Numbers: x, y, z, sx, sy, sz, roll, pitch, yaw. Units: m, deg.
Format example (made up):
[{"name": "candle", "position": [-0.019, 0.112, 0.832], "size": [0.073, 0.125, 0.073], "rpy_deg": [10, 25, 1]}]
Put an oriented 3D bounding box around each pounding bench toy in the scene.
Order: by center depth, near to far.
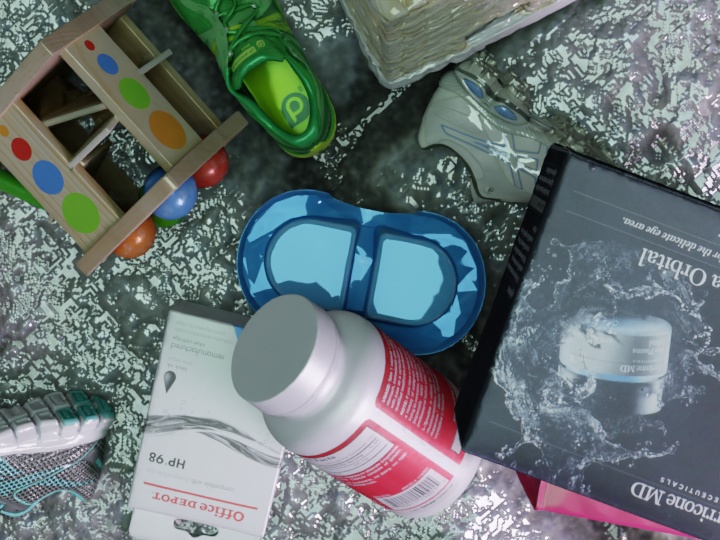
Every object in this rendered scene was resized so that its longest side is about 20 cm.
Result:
[{"name": "pounding bench toy", "position": [-0.208, -0.079, 1.122], "size": [0.156, 0.124, 0.199], "rpy_deg": [47, 125, -6]}]

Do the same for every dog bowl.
[{"name": "dog bowl", "position": [0.000, 0.000, 1.172], "size": [0.197, 0.050, 0.113], "rpy_deg": [10, 93, -3]}]

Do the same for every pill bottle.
[{"name": "pill bottle", "position": [-0.002, 0.101, 1.110], "size": [0.113, 0.112, 0.199], "rpy_deg": [-49, 130, 4]}]

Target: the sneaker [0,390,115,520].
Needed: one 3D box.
[{"name": "sneaker", "position": [-0.286, 0.156, 1.148], "size": [0.197, 0.077, 0.093], "rpy_deg": [-5, 109, -27]}]

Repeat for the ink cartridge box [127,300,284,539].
[{"name": "ink cartridge box", "position": [-0.116, 0.137, 1.176], "size": [0.114, 0.067, 0.203], "rpy_deg": [13, 95, -4]}]

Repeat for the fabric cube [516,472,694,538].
[{"name": "fabric cube", "position": [0.233, 0.081, 1.115], "size": [0.196, 0.196, 0.203], "rpy_deg": [10, 97, -1]}]

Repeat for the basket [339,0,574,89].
[{"name": "basket", "position": [0.060, -0.272, 1.072], "size": [0.196, 0.161, 0.202], "rpy_deg": [-26, 83, 0]}]

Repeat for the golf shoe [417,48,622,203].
[{"name": "golf shoe", "position": [0.135, -0.082, 1.168], "size": [0.199, 0.078, 0.098], "rpy_deg": [39, 111, 1]}]

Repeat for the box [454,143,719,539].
[{"name": "box", "position": [0.184, 0.047, 0.956], "size": [0.194, 0.117, 0.203], "rpy_deg": [20, 97, -1]}]

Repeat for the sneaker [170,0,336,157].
[{"name": "sneaker", "position": [-0.083, -0.178, 1.136], "size": [0.074, 0.084, 0.201], "rpy_deg": [-37, 95, 3]}]
